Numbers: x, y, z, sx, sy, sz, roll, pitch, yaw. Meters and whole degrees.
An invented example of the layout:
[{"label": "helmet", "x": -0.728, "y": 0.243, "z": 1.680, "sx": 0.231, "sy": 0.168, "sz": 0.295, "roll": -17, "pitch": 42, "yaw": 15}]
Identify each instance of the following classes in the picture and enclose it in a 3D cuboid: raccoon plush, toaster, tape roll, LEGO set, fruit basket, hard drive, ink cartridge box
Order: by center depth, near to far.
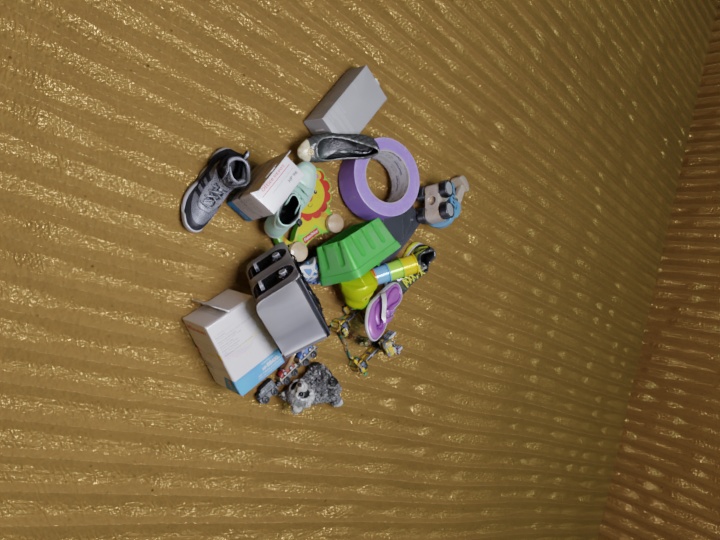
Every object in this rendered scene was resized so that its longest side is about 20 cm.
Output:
[{"label": "ink cartridge box", "x": -0.196, "y": -0.175, "z": 1.172, "sx": 0.068, "sy": 0.199, "sz": 0.117, "roll": 42, "pitch": 69, "yaw": -23}, {"label": "toaster", "x": -0.154, "y": 0.066, "z": 1.188, "sx": 0.118, "sy": 0.181, "sz": 0.201, "roll": -28, "pitch": 123, "yaw": -3}, {"label": "ink cartridge box", "x": -0.279, "y": 0.141, "z": 1.196, "sx": 0.125, "sy": 0.128, "sz": 0.202, "roll": -35, "pitch": 117, "yaw": -32}, {"label": "fruit basket", "x": 0.000, "y": 0.000, "z": 1.347, "sx": 0.214, "sy": 0.155, "sz": 0.218, "roll": 15, "pitch": 69, "yaw": -46}, {"label": "raccoon plush", "x": -0.112, "y": 0.326, "z": 1.378, "sx": 0.134, "sy": 0.096, "sz": 0.201, "roll": -39, "pitch": 129, "yaw": -20}, {"label": "tape roll", "x": 0.049, "y": -0.233, "z": 1.425, "sx": 0.198, "sy": 0.085, "sz": 0.203, "roll": 3, "pitch": 84, "yaw": -31}, {"label": "LEGO set", "x": 0.024, "y": 0.179, "z": 1.464, "sx": 0.153, "sy": 0.115, "sz": 0.202, "roll": -31, "pitch": 114, "yaw": -33}, {"label": "hard drive", "x": 0.076, "y": -0.115, "z": 1.518, "sx": 0.200, "sy": 0.042, "sz": 0.135, "roll": -50, "pitch": 124, "yaw": -23}]

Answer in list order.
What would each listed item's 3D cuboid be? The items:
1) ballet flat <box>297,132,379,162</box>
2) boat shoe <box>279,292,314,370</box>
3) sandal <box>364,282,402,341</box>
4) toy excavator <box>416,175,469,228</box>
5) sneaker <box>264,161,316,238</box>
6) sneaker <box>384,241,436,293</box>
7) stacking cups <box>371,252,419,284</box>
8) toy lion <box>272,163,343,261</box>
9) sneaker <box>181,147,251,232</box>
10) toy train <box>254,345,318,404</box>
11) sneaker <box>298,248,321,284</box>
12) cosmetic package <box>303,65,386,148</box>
[{"label": "ballet flat", "x": -0.050, "y": -0.286, "z": 1.285, "sx": 0.198, "sy": 0.057, "sz": 0.067, "roll": -10, "pitch": 117, "yaw": -19}, {"label": "boat shoe", "x": -0.173, "y": 0.133, "z": 1.327, "sx": 0.070, "sy": 0.070, "sz": 0.202, "roll": 25, "pitch": 70, "yaw": -25}, {"label": "sandal", "x": 0.066, "y": 0.094, "z": 1.407, "sx": 0.083, "sy": 0.049, "sz": 0.203, "roll": 57, "pitch": 40, "yaw": -23}, {"label": "toy excavator", "x": 0.254, "y": -0.206, "z": 1.616, "sx": 0.199, "sy": 0.099, "sz": 0.197, "roll": 21, "pitch": 64, "yaw": -50}, {"label": "sneaker", "x": -0.137, "y": -0.167, "z": 1.231, "sx": 0.073, "sy": 0.118, "sz": 0.202, "roll": 31, "pitch": 71, "yaw": -18}, {"label": "sneaker", "x": 0.140, "y": 0.000, "z": 1.560, "sx": 0.075, "sy": 0.084, "sz": 0.201, "roll": 46, "pitch": 67, "yaw": -33}, {"label": "stacking cups", "x": 0.056, "y": 0.016, "z": 1.471, "sx": 0.198, "sy": 0.060, "sz": 0.061, "roll": -21, "pitch": 111, "yaw": -11}, {"label": "toy lion", "x": -0.143, "y": -0.147, "z": 1.323, "sx": 0.200, "sy": 0.068, "sz": 0.193, "roll": -41, "pitch": 113, "yaw": -28}, {"label": "sneaker", "x": -0.296, "y": -0.170, "z": 1.149, "sx": 0.075, "sy": 0.113, "sz": 0.202, "roll": 35, "pitch": 73, "yaw": -37}, {"label": "toy train", "x": -0.180, "y": 0.246, "z": 1.358, "sx": 0.200, "sy": 0.034, "sz": 0.046, "roll": -42, "pitch": 109, "yaw": -28}, {"label": "sneaker", "x": -0.120, "y": 0.004, "z": 1.338, "sx": 0.199, "sy": 0.075, "sz": 0.078, "roll": -28, "pitch": 109, "yaw": -38}, {"label": "cosmetic package", "x": -0.035, "y": -0.396, "z": 1.362, "sx": 0.201, "sy": 0.090, "sz": 0.107, "roll": -55, "pitch": 127, "yaw": -24}]
